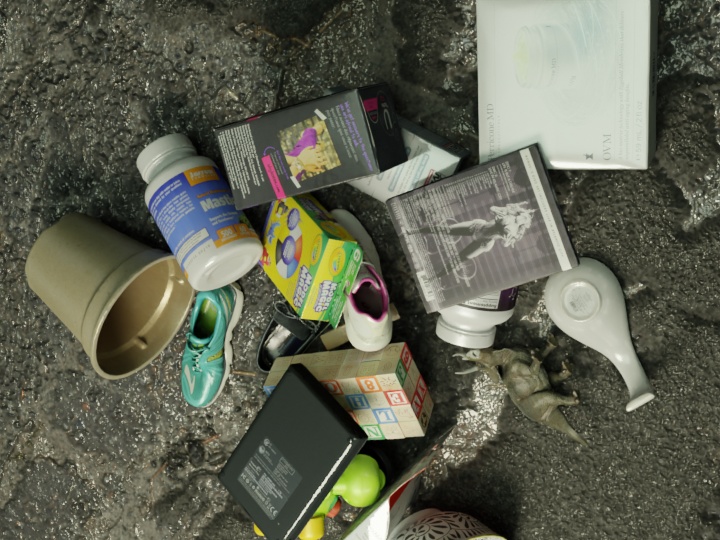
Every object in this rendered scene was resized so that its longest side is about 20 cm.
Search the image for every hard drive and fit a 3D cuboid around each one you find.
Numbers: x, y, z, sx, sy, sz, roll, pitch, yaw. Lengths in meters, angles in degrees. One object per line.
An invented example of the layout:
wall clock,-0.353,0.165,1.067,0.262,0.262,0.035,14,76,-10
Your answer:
hard drive,-0.091,0.241,1.356,0.140,0.033,0.201,44,112,26

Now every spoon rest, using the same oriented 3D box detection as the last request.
spoon rest,0.306,0.078,1.322,0.099,0.060,0.201,-33,77,22

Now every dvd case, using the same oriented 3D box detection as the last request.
dvd case,0.143,-0.047,1.240,0.198,0.016,0.150,-19,97,25

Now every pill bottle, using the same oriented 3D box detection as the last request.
pill bottle,-0.224,-0.083,1.421,0.112,0.112,0.201,-38,73,23
pill bottle,0.150,-0.010,1.318,0.111,0.112,0.202,14,108,16

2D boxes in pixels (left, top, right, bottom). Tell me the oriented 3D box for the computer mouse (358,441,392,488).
computer mouse,-0.045,0.250,1.488,0.198,0.046,0.142,-15,98,31

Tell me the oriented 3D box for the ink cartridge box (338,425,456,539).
ink cartridge box,0.055,0.308,1.401,0.047,0.160,0.200,46,112,5

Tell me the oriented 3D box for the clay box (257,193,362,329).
clay box,-0.070,-0.020,1.364,0.200,0.047,0.116,47,123,52

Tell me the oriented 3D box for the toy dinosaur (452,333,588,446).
toy dinosaur,0.225,0.148,1.361,0.200,0.077,0.102,45,132,-10

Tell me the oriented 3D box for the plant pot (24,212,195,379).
plant pot,-0.365,0.019,1.478,0.183,0.200,0.202,32,111,20

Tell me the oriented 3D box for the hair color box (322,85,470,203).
hair color box,0.031,-0.150,1.355,0.199,0.061,0.100,29,111,12

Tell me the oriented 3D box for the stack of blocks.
stack of blocks,-0.016,0.168,1.403,0.198,0.059,0.116,-8,126,26

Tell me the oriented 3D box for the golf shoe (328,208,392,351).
golf shoe,0.000,0.000,1.358,0.074,0.092,0.202,-15,69,-12

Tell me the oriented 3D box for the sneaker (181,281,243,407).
sneaker,-0.227,0.105,1.496,0.077,0.080,0.202,17,108,15

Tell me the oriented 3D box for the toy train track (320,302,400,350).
toy train track,0.021,0.109,1.435,0.114,0.033,0.201,-24,102,16

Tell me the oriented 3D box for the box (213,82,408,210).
box,-0.059,-0.154,1.287,0.198,0.122,0.107,-12,99,22

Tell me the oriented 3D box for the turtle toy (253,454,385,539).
turtle toy,-0.063,0.285,1.418,0.198,0.101,0.148,-3,88,33

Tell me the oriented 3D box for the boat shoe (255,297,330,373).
boat shoe,-0.084,0.066,1.446,0.074,0.062,0.201,38,110,9

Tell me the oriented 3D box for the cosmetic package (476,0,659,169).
cosmetic package,0.243,-0.225,1.230,0.198,0.123,0.202,2,103,20

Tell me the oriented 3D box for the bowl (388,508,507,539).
bowl,0.096,0.387,1.418,0.201,0.200,0.095,-52,49,22
